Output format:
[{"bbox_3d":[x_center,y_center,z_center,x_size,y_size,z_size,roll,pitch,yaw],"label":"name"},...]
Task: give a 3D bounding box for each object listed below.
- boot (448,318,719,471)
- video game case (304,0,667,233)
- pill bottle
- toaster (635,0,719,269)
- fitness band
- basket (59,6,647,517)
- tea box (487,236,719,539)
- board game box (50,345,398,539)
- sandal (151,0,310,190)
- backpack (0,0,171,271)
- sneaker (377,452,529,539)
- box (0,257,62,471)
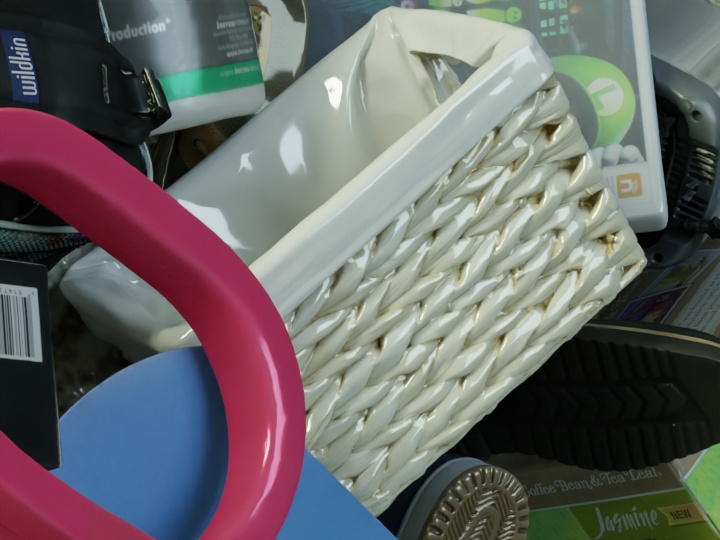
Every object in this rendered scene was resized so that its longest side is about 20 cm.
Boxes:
[{"bbox_3d":[0.094,0.021,1.104,0.138,0.199,0.078,-59,138,-47],"label":"boot"},{"bbox_3d":[0.046,-0.104,1.134,0.023,0.181,0.201,63,22,-67],"label":"video game case"},{"bbox_3d":[-0.111,-0.154,0.994,0.113,0.113,0.201,-17,98,-50],"label":"pill bottle"},{"bbox_3d":[0.129,-0.083,1.207,0.129,0.199,0.114,-39,145,-54],"label":"toaster"},{"bbox_3d":[-0.091,0.033,0.807,0.200,0.037,0.144,40,45,-37],"label":"fitness band"},{"bbox_3d":[0.000,0.000,0.997,0.200,0.135,0.124,-40,115,-14],"label":"basket"},{"bbox_3d":[0.201,0.102,1.200,0.197,0.133,0.200,52,54,-16],"label":"tea box"},{"bbox_3d":[-0.070,0.130,0.897,0.200,0.039,0.158,47,63,-31],"label":"board game box"},{"bbox_3d":[-0.050,-0.051,1.074,0.080,0.054,0.201,19,70,-34],"label":"sandal"},{"bbox_3d":[-0.193,-0.073,0.863,0.200,0.150,0.178,2,65,-56],"label":"backpack"},{"bbox_3d":[-0.012,0.163,1.034,0.070,0.108,0.200,36,80,-35],"label":"sneaker"},{"bbox_3d":[-0.221,0.040,0.792,0.200,0.141,0.079,9,70,-45],"label":"box"}]
